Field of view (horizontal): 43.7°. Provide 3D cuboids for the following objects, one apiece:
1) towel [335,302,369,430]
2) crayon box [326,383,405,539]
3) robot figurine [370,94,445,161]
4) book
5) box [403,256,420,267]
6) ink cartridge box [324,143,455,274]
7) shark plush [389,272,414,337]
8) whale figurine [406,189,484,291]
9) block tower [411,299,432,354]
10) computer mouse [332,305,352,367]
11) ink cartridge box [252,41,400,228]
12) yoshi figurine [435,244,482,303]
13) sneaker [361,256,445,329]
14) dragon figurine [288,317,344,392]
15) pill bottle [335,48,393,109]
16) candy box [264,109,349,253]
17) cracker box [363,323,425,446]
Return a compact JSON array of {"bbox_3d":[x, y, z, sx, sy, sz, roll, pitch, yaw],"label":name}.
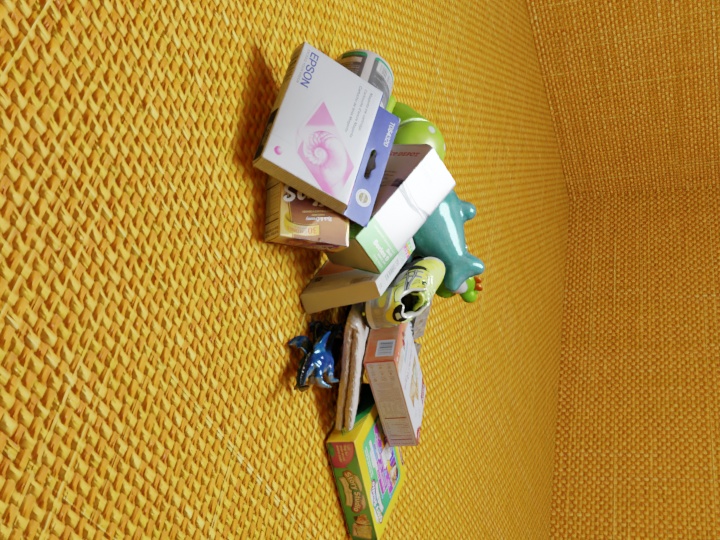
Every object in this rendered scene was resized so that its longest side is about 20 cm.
[{"bbox_3d":[-0.009,0.144,1.440,0.133,0.034,0.203,-74,170,-65],"label":"towel"},{"bbox_3d":[0.013,0.324,1.529,0.173,0.057,0.203,-53,135,-58],"label":"crayon box"},{"bbox_3d":[0.077,-0.230,1.611,0.175,0.116,0.200,41,5,-36],"label":"robot figurine"},{"bbox_3d":[0.000,0.000,1.443,0.200,0.132,0.049,-50,123,-60],"label":"book"},{"bbox_3d":[0.073,-0.045,1.705,0.201,0.085,0.165,66,29,-41],"label":"box"},{"bbox_3d":[0.033,-0.101,1.408,0.200,0.145,0.084,-49,120,-18],"label":"ink cartridge box"},{"bbox_3d":[0.057,0.092,1.551,0.090,0.083,0.203,-22,126,-48],"label":"shark plush"},{"bbox_3d":[0.129,-0.066,1.523,0.202,0.158,0.104,59,3,16],"label":"whale figurine"},{"bbox_3d":[0.079,0.123,1.635,0.054,0.057,0.203,-22,129,-53],"label":"block tower"},{"bbox_3d":[-0.028,0.103,1.508,0.200,0.034,0.059,-54,152,-51],"label":"computer mouse"},{"bbox_3d":[-0.036,-0.194,1.289,0.198,0.043,0.199,27,66,-23],"label":"ink cartridge box"},{"bbox_3d":[0.148,-0.010,1.686,0.201,0.112,0.112,52,-2,-34],"label":"yoshi figurine"},{"bbox_3d":[0.086,0.040,1.421,0.200,0.076,0.076,-38,120,-44],"label":"sneaker"},{"bbox_3d":[-0.071,0.124,1.341,0.200,0.058,0.101,-11,94,-73],"label":"dragon figurine"},{"bbox_3d":[-0.016,-0.261,1.476,0.114,0.111,0.202,65,30,-42],"label":"pill bottle"},{"bbox_3d":[-0.075,-0.134,1.308,0.115,0.056,0.203,8,77,-30],"label":"candy box"},{"bbox_3d":[0.061,0.179,1.509,0.135,0.057,0.202,-77,157,-50],"label":"cracker box"}]
